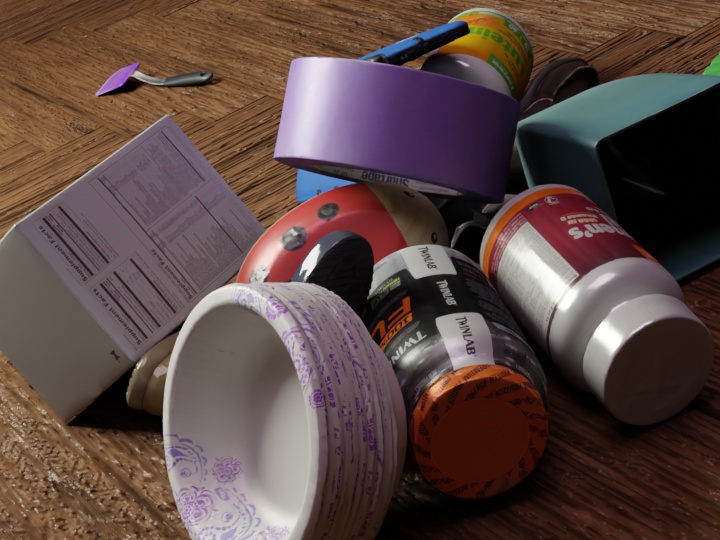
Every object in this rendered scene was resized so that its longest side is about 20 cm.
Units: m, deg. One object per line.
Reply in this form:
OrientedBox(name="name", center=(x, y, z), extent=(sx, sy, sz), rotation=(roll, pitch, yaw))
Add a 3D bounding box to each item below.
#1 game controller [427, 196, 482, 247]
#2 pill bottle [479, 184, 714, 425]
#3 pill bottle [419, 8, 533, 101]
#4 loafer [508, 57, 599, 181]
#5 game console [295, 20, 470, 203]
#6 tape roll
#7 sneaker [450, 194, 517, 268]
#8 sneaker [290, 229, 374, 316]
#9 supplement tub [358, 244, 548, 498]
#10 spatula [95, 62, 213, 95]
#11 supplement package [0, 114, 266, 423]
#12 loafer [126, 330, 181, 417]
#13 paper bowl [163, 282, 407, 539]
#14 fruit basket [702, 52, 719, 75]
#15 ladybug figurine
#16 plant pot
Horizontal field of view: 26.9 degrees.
OrientedBox(name="game controller", center=(0.041, -0.043, 1.366), extent=(0.104, 0.042, 0.200), rotation=(23, 28, 14))
OrientedBox(name="pill bottle", center=(0.176, 0.024, 1.135), extent=(0.109, 0.110, 0.200), rotation=(-22, 35, -10))
OrientedBox(name="pill bottle", center=(0.112, -0.188, 1.578), extent=(0.110, 0.112, 0.200), rotation=(-6, 29, 21))
OrientedBox(name="loafer", center=(0.193, -0.144, 1.508), extent=(0.071, 0.073, 0.200), rotation=(16, 46, 33))
OrientedBox(name="game console", center=(0.019, -0.159, 1.529), extent=(0.170, 0.119, 0.200), rotation=(-26, 10, -22))
OrientedBox(name="tape roll", center=(0.031, -0.116, 1.268), extent=(0.198, 0.086, 0.200), rotation=(11, -1, 0))
OrientedBox(name="sneaker", center=(0.118, -0.021, 1.293), extent=(0.074, 0.083, 0.200), rotation=(-8, 28, 18))
OrientedBox(name="sneaker", center=(-0.054, 0.042, 1.149), extent=(0.070, 0.201, 0.082), rotation=(3, 34, -37))
OrientedBox(name="supplement tub", center=(0.064, 0.073, 1.106), extent=(0.122, 0.123, 0.200), rotation=(-19, 26, -3))
OrientedBox(name="spatula", center=(-0.278, -0.261, 2.047), extent=(0.199, 0.021, 0.057), rotation=(4, 46, 32))
OrientedBox(name="supplement package", center=(-0.215, -0.002, 1.325), extent=(0.152, 0.151, 0.200), rotation=(-37, 5, 48))
OrientedBox(name="loafer", center=(-0.119, 0.074, 1.276), extent=(0.067, 0.076, 0.200), rotation=(33, 38, 14))
OrientedBox(name="paper bowl", center=(-0.045, 0.108, 1.033), extent=(0.104, 0.203, 0.200), rotation=(-2, 14, -36))
OrientedBox(name="fruit basket", center=(0.415, -0.159, 1.375), extent=(0.198, 0.095, 0.185), rotation=(6, 29, 27))
OrientedBox(name="ladybug figurine", center=(-0.019, 0.000, 1.232), extent=(0.199, 0.136, 0.072), rotation=(-33, -12, -4))
OrientedBox(name="plant pot", center=(0.226, -0.089, 1.303), extent=(0.140, 0.142, 0.200), rotation=(-25, 22, -15))
